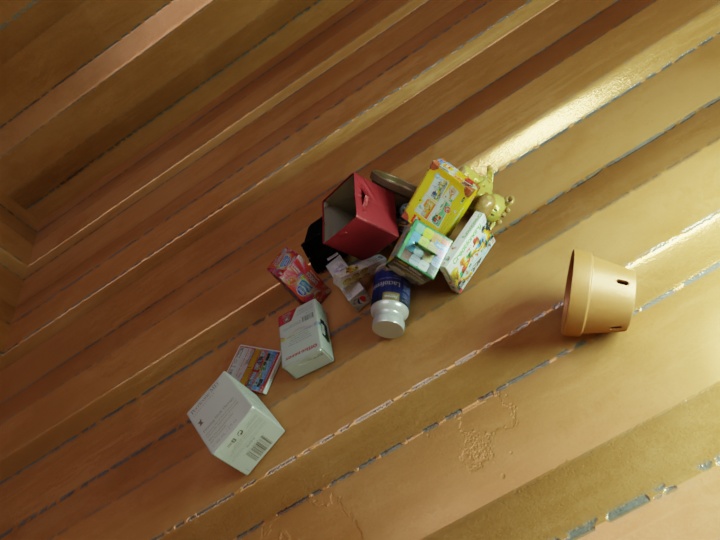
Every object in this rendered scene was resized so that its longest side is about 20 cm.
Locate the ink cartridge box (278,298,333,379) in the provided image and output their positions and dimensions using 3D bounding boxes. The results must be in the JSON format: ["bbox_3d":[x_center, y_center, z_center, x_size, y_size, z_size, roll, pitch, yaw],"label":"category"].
[{"bbox_3d":[-0.173,0.212,1.664,0.144,0.083,0.202,-26,45,13],"label":"ink cartridge box"}]

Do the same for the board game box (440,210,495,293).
[{"bbox_3d":[0.306,-0.051,1.528,0.034,0.127,0.201,23,70,42],"label":"board game box"}]

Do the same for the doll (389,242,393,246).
[{"bbox_3d":[0.019,-0.097,1.816,0.196,0.049,0.139,-9,50,28],"label":"doll"}]

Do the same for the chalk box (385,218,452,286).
[{"bbox_3d":[0.164,-0.051,1.472,0.125,0.123,0.200,-60,4,-13],"label":"chalk box"}]

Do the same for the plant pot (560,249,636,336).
[{"bbox_3d":[0.551,0.061,1.241,0.137,0.202,0.203,9,58,17],"label":"plant pot"}]

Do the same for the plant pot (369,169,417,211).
[{"bbox_3d":[0.115,-0.260,1.817,0.200,0.198,0.094,40,113,46],"label":"plant pot"}]

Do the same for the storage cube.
[{"bbox_3d":[-0.001,-0.164,1.685,0.199,0.178,0.174,-34,48,40],"label":"storage cube"}]

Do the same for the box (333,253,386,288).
[{"bbox_3d":[0.000,0.000,1.677,0.198,0.042,0.038,-22,38,-38],"label":"box"}]

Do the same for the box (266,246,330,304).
[{"bbox_3d":[-0.200,0.031,1.746,0.100,0.201,0.095,-48,42,-12],"label":"box"}]

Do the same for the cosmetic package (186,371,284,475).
[{"bbox_3d":[-0.360,0.439,1.544,0.168,0.167,0.199,-48,43,-11],"label":"cosmetic package"}]

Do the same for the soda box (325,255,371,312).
[{"bbox_3d":[-0.039,0.039,1.729,0.063,0.069,0.201,-37,43,1],"label":"soda box"}]

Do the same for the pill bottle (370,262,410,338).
[{"bbox_3d":[0.089,0.087,1.569,0.114,0.116,0.203,-12,50,25],"label":"pill bottle"}]

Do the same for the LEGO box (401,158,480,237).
[{"bbox_3d":[0.234,-0.201,1.579,0.148,0.077,0.202,40,121,17],"label":"LEGO box"}]

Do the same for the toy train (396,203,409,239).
[{"bbox_3d":[0.189,-0.145,1.725,0.197,0.085,0.116,13,76,37],"label":"toy train"}]

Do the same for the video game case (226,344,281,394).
[{"bbox_3d":[-0.352,0.320,1.744,0.197,0.018,0.145,2,57,35],"label":"video game case"}]

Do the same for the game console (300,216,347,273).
[{"bbox_3d":[-0.100,-0.117,1.870,0.198,0.178,0.116,-30,-2,30],"label":"game console"}]

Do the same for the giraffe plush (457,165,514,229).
[{"bbox_3d":[0.368,-0.208,1.623,0.196,0.175,0.163,-13,49,-24],"label":"giraffe plush"}]
